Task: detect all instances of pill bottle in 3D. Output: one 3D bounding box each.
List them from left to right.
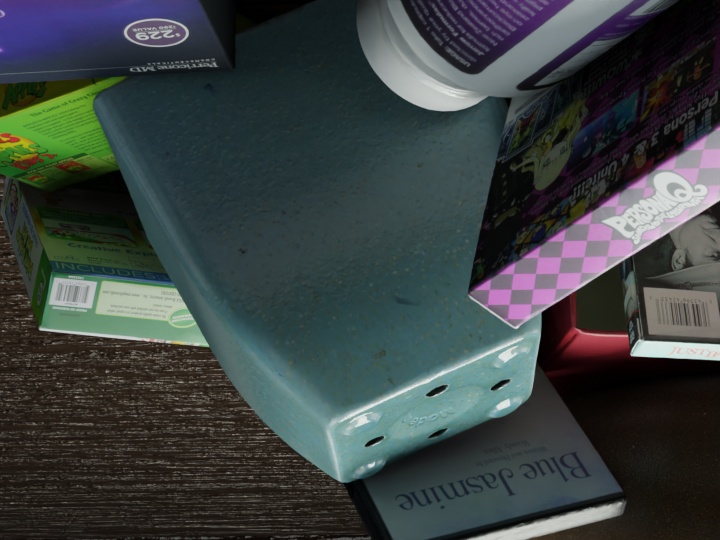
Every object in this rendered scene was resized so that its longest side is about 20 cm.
[{"bbox_3d":[0.077,-0.142,0.712,0.111,0.112,0.200,8,161,-24],"label":"pill bottle"}]

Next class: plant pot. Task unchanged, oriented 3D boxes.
[{"bbox_3d":[-0.001,-0.007,0.872,0.196,0.200,0.196,-23,159,-7],"label":"plant pot"},{"bbox_3d":[0.188,0.137,0.974,0.200,0.187,0.187,6,169,33],"label":"plant pot"}]

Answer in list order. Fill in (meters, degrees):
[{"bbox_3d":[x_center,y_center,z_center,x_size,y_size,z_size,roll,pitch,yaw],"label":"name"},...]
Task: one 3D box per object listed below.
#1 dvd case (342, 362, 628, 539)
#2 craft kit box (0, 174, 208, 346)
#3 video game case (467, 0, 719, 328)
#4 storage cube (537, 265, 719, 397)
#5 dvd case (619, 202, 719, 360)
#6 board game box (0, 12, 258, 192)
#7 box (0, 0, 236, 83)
[{"bbox_3d":[0.045,0.080,0.945,0.142,0.200,0.018,-10,133,-20],"label":"dvd case"},{"bbox_3d":[-0.122,-0.009,1.070,0.200,0.049,0.198,7,-158,-21],"label":"craft kit box"},{"bbox_3d":[0.136,-0.088,0.720,0.036,0.181,0.200,36,134,-19],"label":"video game case"},{"bbox_3d":[0.190,-0.021,1.002,0.200,0.171,0.180,1,164,-5],"label":"storage cube"},{"bbox_3d":[0.202,-0.044,0.878,0.146,0.200,0.022,3,150,-11],"label":"dvd case"},{"bbox_3d":[-0.146,-0.101,0.947,0.200,0.048,0.102,-13,158,35],"label":"board game box"},{"bbox_3d":[-0.168,-0.147,0.758,0.200,0.079,0.141,-3,165,8],"label":"box"}]
